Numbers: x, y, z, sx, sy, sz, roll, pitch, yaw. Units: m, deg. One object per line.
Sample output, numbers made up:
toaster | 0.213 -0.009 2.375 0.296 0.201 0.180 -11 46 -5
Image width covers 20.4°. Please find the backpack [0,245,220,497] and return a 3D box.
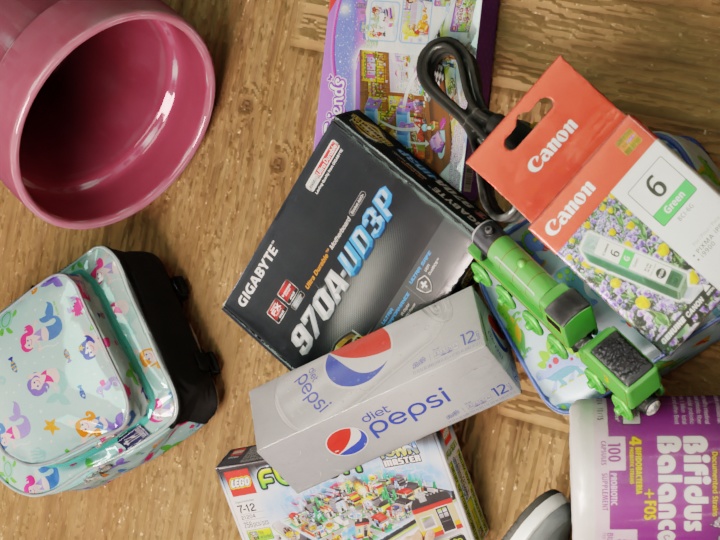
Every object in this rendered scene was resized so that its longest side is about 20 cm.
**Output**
backpack | -0.241 0.094 1.675 0.199 0.150 0.179 -32 77 27

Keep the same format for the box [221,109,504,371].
box | 0.000 0.000 1.582 0.159 0.046 0.201 40 117 15

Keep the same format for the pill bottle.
pill bottle | 0.249 0.145 1.426 0.198 0.112 0.114 -2 87 6

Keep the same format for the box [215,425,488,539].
box | -0.008 0.182 1.591 0.198 0.035 0.111 -13 107 26

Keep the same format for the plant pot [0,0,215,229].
plant pot | -0.249 -0.163 1.669 0.179 0.199 0.201 40 106 38

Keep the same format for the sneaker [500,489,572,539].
sneaker | 0.142 0.277 1.507 0.120 0.083 0.201 32 110 28

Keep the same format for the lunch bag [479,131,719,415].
lunch bag | 0.197 0.000 1.492 0.199 0.082 0.162 -36 74 22

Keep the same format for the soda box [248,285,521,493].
soda box | 0.017 0.092 1.519 0.199 0.068 0.064 -26 44 15

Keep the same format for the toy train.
toy train | 0.143 0.031 1.425 0.042 0.057 0.200 -38 55 -10

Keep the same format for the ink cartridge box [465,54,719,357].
ink cartridge box | 0.178 -0.047 1.403 0.200 0.050 0.109 43 99 4

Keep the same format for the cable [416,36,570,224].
cable | 0.102 -0.098 1.504 0.097 0.050 0.200 -53 47 4

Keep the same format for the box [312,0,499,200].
box | 0.037 -0.162 1.599 0.136 0.039 0.202 8 92 26
